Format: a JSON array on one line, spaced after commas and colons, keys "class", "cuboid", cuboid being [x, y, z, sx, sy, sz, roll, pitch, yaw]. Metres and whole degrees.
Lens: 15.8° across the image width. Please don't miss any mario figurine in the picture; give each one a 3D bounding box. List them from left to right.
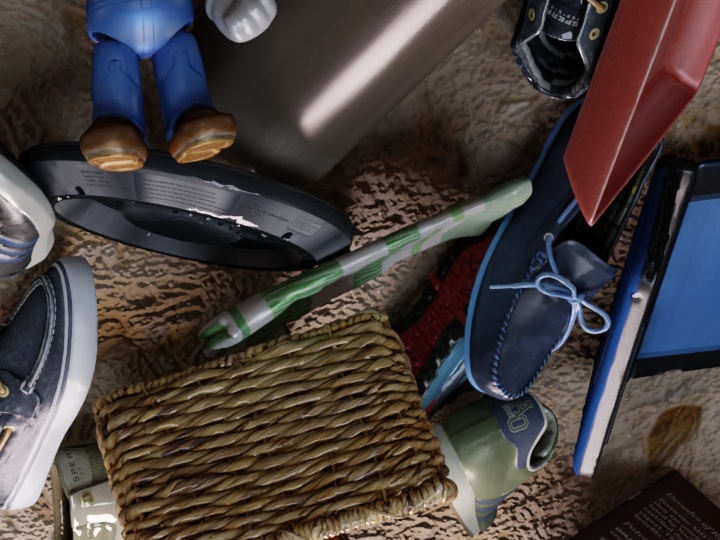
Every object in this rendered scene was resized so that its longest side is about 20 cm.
[{"class": "mario figurine", "cuboid": [-0.124, -0.159, 1.379, 0.123, 0.200, 0.106, -3, 168, -45]}]

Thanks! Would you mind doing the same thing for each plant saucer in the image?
[{"class": "plant saucer", "cuboid": [0.183, -0.152, 1.514, 0.037, 0.200, 0.200, 26, 126, 12]}]

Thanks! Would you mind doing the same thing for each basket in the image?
[{"class": "basket", "cuboid": [-0.046, 0.141, 1.574, 0.200, 0.149, 0.143, -18, 143, -4]}, {"class": "basket", "cuboid": [-0.009, -0.152, 1.446, 0.136, 0.180, 0.200, 24, 128, -23]}]

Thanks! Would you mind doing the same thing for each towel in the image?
[{"class": "towel", "cuboid": [0.000, 0.000, 1.569, 0.200, 0.023, 0.153, -24, 177, -11]}]

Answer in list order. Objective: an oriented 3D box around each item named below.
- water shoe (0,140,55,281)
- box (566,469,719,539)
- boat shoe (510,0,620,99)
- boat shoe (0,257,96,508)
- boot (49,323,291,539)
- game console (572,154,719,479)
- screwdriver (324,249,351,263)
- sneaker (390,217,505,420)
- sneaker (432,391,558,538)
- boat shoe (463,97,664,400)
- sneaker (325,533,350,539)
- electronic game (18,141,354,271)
[{"class": "water shoe", "cuboid": [-0.220, -0.025, 1.468, 0.079, 0.072, 0.200, -40, 168, -11]}, {"class": "box", "cuboid": [0.197, 0.273, 1.810, 0.200, 0.164, 0.166, -23, 150, -58]}, {"class": "boat shoe", "cuboid": [0.128, -0.175, 1.463, 0.071, 0.091, 0.200, 18, 157, 13]}, {"class": "boat shoe", "cuboid": [-0.227, 0.074, 1.604, 0.091, 0.071, 0.200, 3, 130, -26]}, {"class": "boot", "cuboid": [-0.122, 0.111, 1.679, 0.155, 0.072, 0.200, -6, 135, -20]}, {"class": "game console", "cuboid": [0.224, 0.029, 1.697, 0.118, 0.171, 0.200, 15, 132, 4]}, {"class": "screwdriver", "cuboid": [-0.060, -0.060, 1.584, 0.029, 0.028, 0.200, -53, 135, -10]}, {"class": "sneaker", "cuboid": [0.070, 0.060, 1.701, 0.095, 0.079, 0.200, 23, 119, -35]}, {"class": "sneaker", "cuboid": [0.093, 0.125, 1.725, 0.090, 0.067, 0.200, -27, 164, 0]}, {"class": "boat shoe", "cuboid": [0.125, -0.012, 1.603, 0.084, 0.069, 0.200, 18, 92, -51]}, {"class": "sneaker", "cuboid": [0.023, 0.223, 1.757, 0.112, 0.200, 0.078, -35, 178, 37]}, {"class": "electronic game", "cuboid": [-0.102, -0.039, 1.507, 0.200, 0.200, 0.042, 17, 79, -30]}]
